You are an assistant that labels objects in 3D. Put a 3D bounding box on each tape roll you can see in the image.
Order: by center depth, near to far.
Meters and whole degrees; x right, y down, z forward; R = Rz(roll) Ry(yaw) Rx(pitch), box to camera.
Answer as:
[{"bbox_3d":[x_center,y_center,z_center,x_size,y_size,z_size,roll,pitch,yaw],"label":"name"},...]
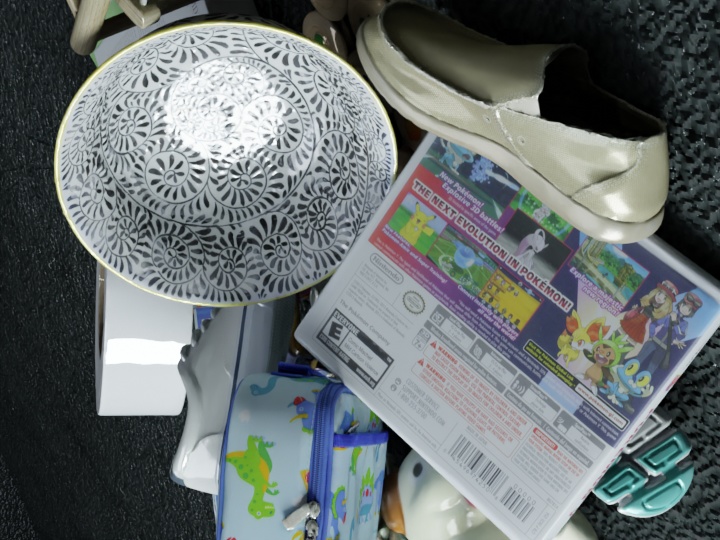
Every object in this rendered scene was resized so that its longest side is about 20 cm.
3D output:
[{"bbox_3d":[-0.189,0.025,1.028,0.202,0.071,0.203,-179,90,-75],"label":"tape roll"}]

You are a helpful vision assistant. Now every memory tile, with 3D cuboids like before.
[{"bbox_3d":[0.023,-0.111,0.790,0.200,0.017,0.153,43,149,29],"label":"memory tile"}]

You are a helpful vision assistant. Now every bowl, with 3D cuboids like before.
[{"bbox_3d":[-0.082,-0.083,0.734,0.094,0.200,0.201,-100,4,-51],"label":"bowl"}]

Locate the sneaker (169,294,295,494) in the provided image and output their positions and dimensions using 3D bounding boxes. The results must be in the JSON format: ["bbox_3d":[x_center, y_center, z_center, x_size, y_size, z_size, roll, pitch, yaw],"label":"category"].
[{"bbox_3d":[-0.091,0.057,0.833,0.071,0.200,0.073,5,161,10],"label":"sneaker"}]

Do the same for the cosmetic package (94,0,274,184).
[{"bbox_3d":[-0.122,-0.120,0.889,0.151,0.052,0.200,-38,65,46],"label":"cosmetic package"}]

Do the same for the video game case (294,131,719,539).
[{"bbox_3d":[0.079,0.027,0.683,0.200,0.023,0.182,41,106,25],"label":"video game case"}]

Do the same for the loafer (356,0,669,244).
[{"bbox_3d":[0.086,-0.095,0.640,0.200,0.076,0.068,36,131,18],"label":"loafer"}]

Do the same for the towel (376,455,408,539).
[{"bbox_3d":[0.056,0.254,0.964,0.200,0.048,0.171,57,-171,-13],"label":"towel"}]

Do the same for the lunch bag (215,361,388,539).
[{"bbox_3d":[-0.034,0.144,0.780,0.200,0.082,0.161,41,-127,-77],"label":"lunch bag"}]

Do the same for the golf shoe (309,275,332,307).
[{"bbox_3d":[0.000,0.000,0.867,0.200,0.075,0.092,63,161,-9],"label":"golf shoe"}]

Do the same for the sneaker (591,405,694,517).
[{"bbox_3d":[0.117,0.069,0.734,0.200,0.078,0.091,53,179,16],"label":"sneaker"}]

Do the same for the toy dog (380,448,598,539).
[{"bbox_3d":[0.105,0.202,0.857,0.200,0.139,0.194,58,-179,4],"label":"toy dog"}]

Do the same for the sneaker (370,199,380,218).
[{"bbox_3d":[0.068,0.025,0.796,0.085,0.073,0.200,-4,125,26],"label":"sneaker"}]

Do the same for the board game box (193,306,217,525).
[{"bbox_3d":[-0.100,0.140,1.028,0.199,0.043,0.200,92,171,-81],"label":"board game box"}]

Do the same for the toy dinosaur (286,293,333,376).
[{"bbox_3d":[-0.046,0.068,1.005,0.181,0.105,0.200,18,126,67],"label":"toy dinosaur"}]

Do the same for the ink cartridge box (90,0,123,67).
[{"bbox_3d":[-0.163,-0.142,1.049,0.200,0.048,0.145,63,153,-1],"label":"ink cartridge box"}]

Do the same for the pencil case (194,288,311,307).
[{"bbox_3d":[-0.093,-0.006,1.028,0.088,0.087,0.200,62,153,-3],"label":"pencil case"}]

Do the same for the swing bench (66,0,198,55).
[{"bbox_3d":[-0.064,-0.223,0.629,0.200,0.199,0.130,-4,113,62],"label":"swing bench"}]
